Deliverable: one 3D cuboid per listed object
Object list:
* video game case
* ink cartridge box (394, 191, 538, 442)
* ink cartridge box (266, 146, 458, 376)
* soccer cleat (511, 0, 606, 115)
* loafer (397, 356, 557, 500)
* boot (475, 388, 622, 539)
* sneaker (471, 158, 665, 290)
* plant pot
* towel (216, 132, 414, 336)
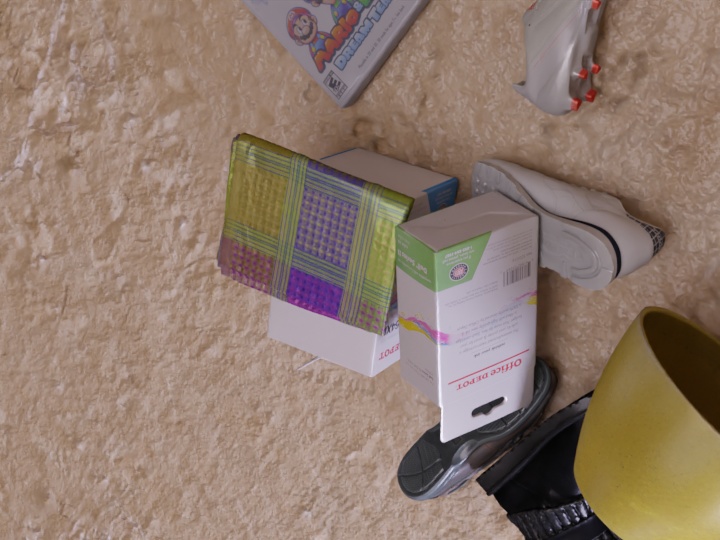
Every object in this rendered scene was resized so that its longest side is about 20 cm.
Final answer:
[{"bbox_3d":[-0.020,-0.291,1.234,0.182,0.024,0.200,48,124,12],"label":"video game case"},{"bbox_3d":[0.097,0.043,1.152,0.067,0.117,0.201,35,136,48],"label":"ink cartridge box"},{"bbox_3d":[0.000,0.000,1.245,0.125,0.128,0.201,19,115,27],"label":"ink cartridge box"},{"bbox_3d":[0.179,-0.231,1.097,0.077,0.069,0.201,26,120,28],"label":"soccer cleat"},{"bbox_3d":[0.121,0.157,1.262,0.200,0.063,0.072,-43,52,21],"label":"loafer"},{"bbox_3d":[0.221,0.206,1.193,0.158,0.079,0.211,53,130,12],"label":"boot"},{"bbox_3d":[0.180,-0.050,1.152,0.200,0.080,0.077,38,143,40],"label":"sneaker"},{"bbox_3d":[0.262,0.150,1.061,0.200,0.200,0.142,46,115,13],"label":"plant pot"},{"bbox_3d":[-0.048,-0.035,1.174,0.200,0.023,0.144,21,114,26],"label":"towel"}]
